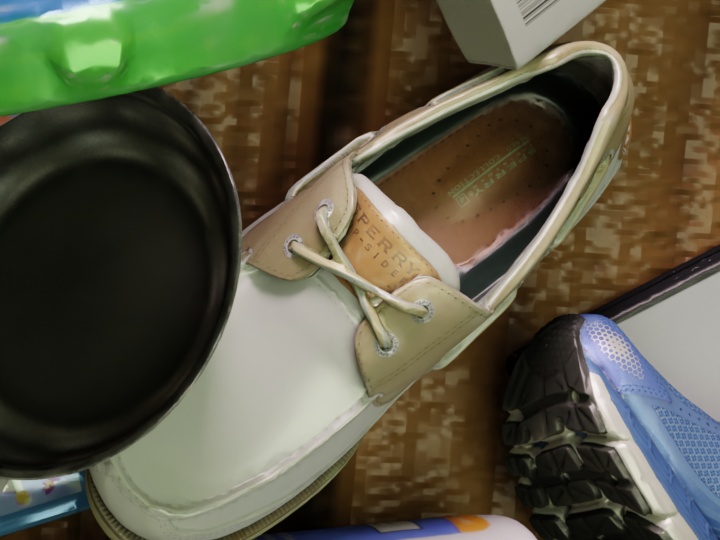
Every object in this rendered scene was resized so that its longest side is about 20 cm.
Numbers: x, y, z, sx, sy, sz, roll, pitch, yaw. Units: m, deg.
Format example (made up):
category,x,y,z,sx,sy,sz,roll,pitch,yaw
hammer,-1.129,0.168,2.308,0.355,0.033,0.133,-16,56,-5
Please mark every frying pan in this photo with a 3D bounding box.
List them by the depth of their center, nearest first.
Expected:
category,x,y,z,sx,sy,sz,roll,pitch,yaw
frying pan,-0.084,0.038,0.722,0.031,0.114,0.191,35,57,-60

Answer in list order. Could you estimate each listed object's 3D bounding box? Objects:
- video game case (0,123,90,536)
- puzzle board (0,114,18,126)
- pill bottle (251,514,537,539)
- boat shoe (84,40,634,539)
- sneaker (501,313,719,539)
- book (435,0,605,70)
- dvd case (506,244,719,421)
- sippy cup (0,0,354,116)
category,x,y,z,sx,sy,sz,roll,pitch,yaw
video game case,-0.165,-0.008,0.759,0.142,0.018,0.201,-16,103,-16
puzzle board,-0.109,-0.111,0.682,0.199,0.017,0.151,-31,112,3
pill bottle,-0.043,0.133,0.772,0.199,0.112,0.113,-4,100,-17
boat shoe,0.000,0.000,0.762,0.075,0.068,0.200,44,67,4
sneaker,0.123,0.078,0.827,0.200,0.078,0.089,46,70,-22
book,0.085,-0.168,0.772,0.200,0.048,0.134,-38,120,-23
dvd case,0.144,0.086,0.874,0.142,0.018,0.201,-26,106,-13
sippy cup,-0.078,-0.109,0.616,0.177,0.140,0.131,-12,102,-15
